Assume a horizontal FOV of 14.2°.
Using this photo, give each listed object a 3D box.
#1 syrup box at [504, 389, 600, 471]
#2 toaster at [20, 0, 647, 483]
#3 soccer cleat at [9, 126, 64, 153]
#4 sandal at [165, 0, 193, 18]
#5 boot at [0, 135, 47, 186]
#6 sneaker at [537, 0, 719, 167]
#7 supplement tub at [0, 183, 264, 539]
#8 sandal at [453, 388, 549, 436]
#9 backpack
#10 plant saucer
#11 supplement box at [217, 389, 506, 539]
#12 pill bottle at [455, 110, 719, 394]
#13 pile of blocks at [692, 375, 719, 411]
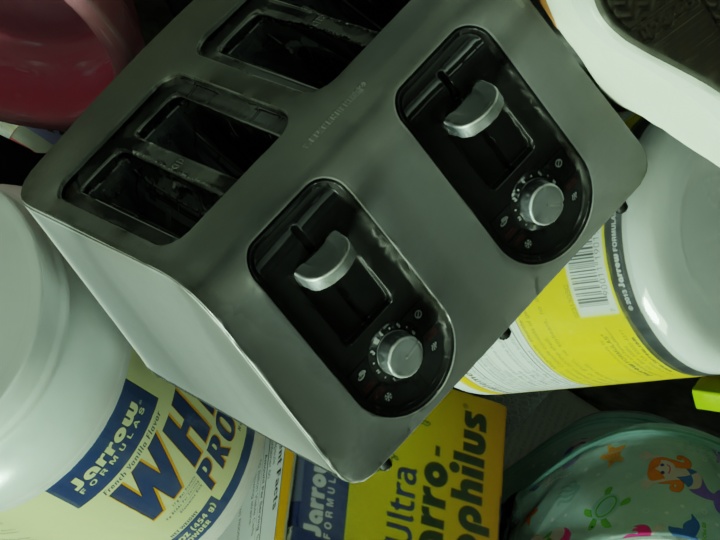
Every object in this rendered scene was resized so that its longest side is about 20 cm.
[{"bbox_3d":[0.060,0.091,1.530,0.199,0.082,0.079,34,157,-21],"label":"syrup box"},{"bbox_3d":[-0.016,-0.035,1.145,0.200,0.181,0.119,24,156,55],"label":"toaster"},{"bbox_3d":[-0.132,-0.002,1.525,0.076,0.067,0.200,39,161,34],"label":"soccer cleat"},{"bbox_3d":[-0.055,-0.070,1.297,0.076,0.043,0.201,40,165,38],"label":"sandal"},{"bbox_3d":[-0.205,0.015,1.369,0.076,0.201,0.168,42,-162,31],"label":"boot"},{"bbox_3d":[0.145,-0.075,1.107,0.200,0.073,0.085,37,171,-24],"label":"sneaker"},{"bbox_3d":[-0.143,0.048,1.267,0.144,0.146,0.200,11,167,28],"label":"supplement tub"},{"bbox_3d":[0.062,0.038,1.395,0.076,0.043,0.200,29,133,-31],"label":"sandal"},{"bbox_3d":[0.139,0.160,1.416,0.177,0.151,0.200,30,136,-19],"label":"backpack"},{"bbox_3d":[-0.183,-0.137,1.294,0.199,0.051,0.201,20,159,8],"label":"plant saucer"},{"bbox_3d":[-0.023,0.136,1.392,0.109,0.110,0.200,16,148,-19],"label":"supplement box"},{"bbox_3d":[0.081,-0.005,1.233,0.199,0.113,0.112,-7,143,45],"label":"pill bottle"},{"bbox_3d":[0.192,0.065,1.339,0.062,0.083,0.200,7,153,34],"label":"pile of blocks"}]
